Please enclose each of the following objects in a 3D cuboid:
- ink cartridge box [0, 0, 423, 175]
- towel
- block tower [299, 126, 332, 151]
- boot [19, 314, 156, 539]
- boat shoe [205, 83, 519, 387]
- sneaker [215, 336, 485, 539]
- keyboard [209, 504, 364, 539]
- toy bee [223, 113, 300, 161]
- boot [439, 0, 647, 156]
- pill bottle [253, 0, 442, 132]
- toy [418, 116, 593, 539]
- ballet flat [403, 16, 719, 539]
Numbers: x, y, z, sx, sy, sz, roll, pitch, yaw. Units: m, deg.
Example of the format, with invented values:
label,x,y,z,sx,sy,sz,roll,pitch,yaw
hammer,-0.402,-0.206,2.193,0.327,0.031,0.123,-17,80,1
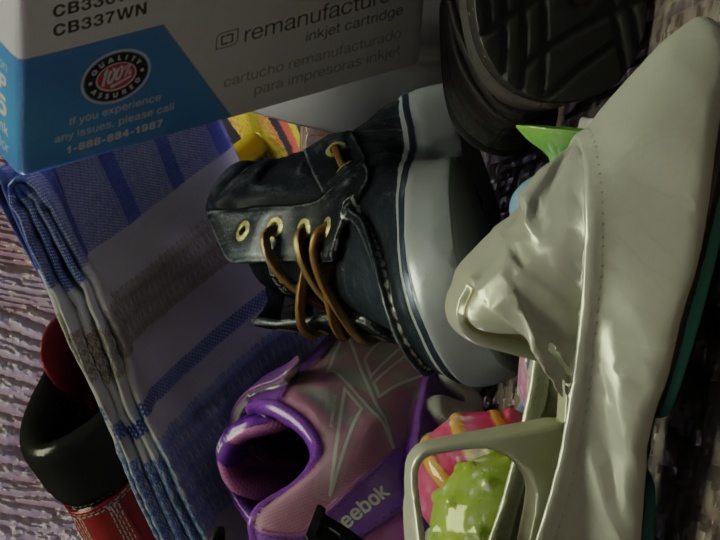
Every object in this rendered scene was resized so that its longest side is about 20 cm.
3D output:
label,x,y,z,sx,sy,sz,roll,pitch,yaw
ink cartridge box,-0.072,-0.164,0.919,0.146,0.147,0.200,48,146,42
towel,-0.049,0.030,1.055,0.200,0.024,0.147,65,-150,-10
block tower,0.005,-0.087,1.178,0.054,0.058,0.200,-104,16,-75
boot,-0.057,0.058,1.112,0.144,0.072,0.200,63,-156,-15
boat shoe,0.000,0.000,0.967,0.200,0.091,0.071,-89,-22,-73
sneaker,-0.004,0.051,1.018,0.200,0.088,0.081,-89,9,-54
keyboard,-0.021,0.154,0.959,0.040,0.104,0.200,-45,-18,-37
toy bee,-0.044,-0.060,1.315,0.131,0.109,0.200,-38,-1,-42
boot,0.048,-0.139,0.906,0.132,0.070,0.200,159,119,-84
pill bottle,0.008,-0.154,1.075,0.113,0.113,0.200,-107,26,-75
toy,0.040,0.056,0.816,0.115,0.047,0.200,-137,57,-84
ballet flat,0.046,0.034,0.721,0.069,0.069,0.200,-144,63,-82
